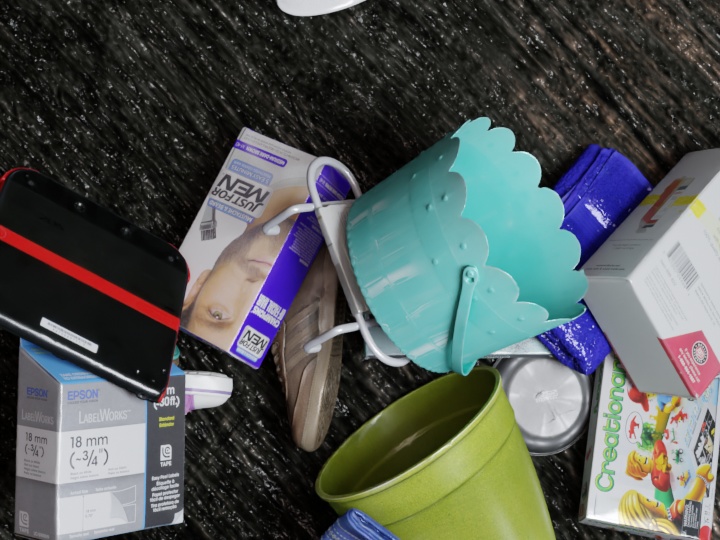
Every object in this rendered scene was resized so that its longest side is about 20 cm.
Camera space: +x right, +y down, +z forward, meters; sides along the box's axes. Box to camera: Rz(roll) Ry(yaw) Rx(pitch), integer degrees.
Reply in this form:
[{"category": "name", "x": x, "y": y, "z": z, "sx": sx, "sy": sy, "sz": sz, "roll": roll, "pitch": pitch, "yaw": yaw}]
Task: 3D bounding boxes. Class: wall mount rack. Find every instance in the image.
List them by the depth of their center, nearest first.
[{"category": "wall mount rack", "x": 0.000, "y": 0.000, "z": 1.276, "sx": 0.173, "sy": 0.074, "sz": 0.202, "roll": -6, "pitch": 71, "yaw": -48}]

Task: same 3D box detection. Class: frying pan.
[{"category": "frying pan", "x": 0.187, "y": 0.088, "z": 1.391, "sx": 0.113, "sy": 0.031, "sz": 0.193, "roll": 12, "pitch": 86, "yaw": -7}]

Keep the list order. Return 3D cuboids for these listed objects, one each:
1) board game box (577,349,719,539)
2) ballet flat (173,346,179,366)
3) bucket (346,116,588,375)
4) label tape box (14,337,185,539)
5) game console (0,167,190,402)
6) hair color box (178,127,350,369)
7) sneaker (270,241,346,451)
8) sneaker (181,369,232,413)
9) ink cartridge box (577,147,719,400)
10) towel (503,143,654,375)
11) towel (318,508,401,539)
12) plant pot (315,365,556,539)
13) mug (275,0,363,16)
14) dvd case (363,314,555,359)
[{"category": "board game box", "x": 0.287, "y": 0.157, "z": 1.370, "sx": 0.124, "sy": 0.035, "sz": 0.203, "roll": 11, "pitch": 73, "yaw": -4}, {"category": "ballet flat", "x": -0.263, "y": 0.043, "z": 1.336, "sx": 0.199, "sy": 0.068, "sz": 0.073, "roll": 41, "pitch": 103, "yaw": -1}, {"category": "bucket", "x": 0.092, "y": -0.017, "z": 1.225, "sx": 0.134, "sy": 0.207, "sz": 0.209, "roll": -29, "pitch": 88, "yaw": 28}, {"category": "label tape box", "x": -0.224, "y": 0.125, "z": 1.218, "sx": 0.143, "sy": 0.063, "sz": 0.203, "roll": 0, "pitch": 92, "yaw": -50}, {"category": "game console", "x": -0.244, "y": 0.010, "z": 1.222, "sx": 0.198, "sy": 0.031, "sz": 0.178, "roll": 29, "pitch": 41, "yaw": -22}, {"category": "hair color box", "x": -0.105, "y": -0.023, "z": 1.330, "sx": 0.108, "sy": 0.065, "sz": 0.202, "roll": 23, "pitch": 84, "yaw": 31}, {"category": "sneaker", "x": -0.058, "y": 0.072, "z": 1.356, "sx": 0.074, "sy": 0.070, "sz": 0.203, "roll": 5, "pitch": 79, "yaw": 12}, {"category": "sneaker", "x": -0.215, "y": 0.153, "z": 1.326, "sx": 0.197, "sy": 0.073, "sz": 0.116, "roll": -6, "pitch": 86, "yaw": 5}, {"category": "ink cartridge box", "x": 0.316, "y": 0.000, "z": 1.335, "sx": 0.200, "sy": 0.083, "sz": 0.146, "roll": -44, "pitch": 112, "yaw": -25}, {"category": "towel", "x": 0.227, "y": -0.015, "z": 1.365, "sx": 0.148, "sy": 0.050, "sz": 0.200, "roll": 43, "pitch": 66, "yaw": 0}, {"category": "towel", "x": 0.011, "y": 0.298, "z": 1.278, "sx": 0.144, "sy": 0.200, "sz": 0.024, "roll": 36, "pitch": 51, "yaw": 1}, {"category": "plant pot", "x": 0.092, "y": 0.226, "z": 1.298, "sx": 0.199, "sy": 0.200, "sz": 0.194, "roll": -34, "pitch": 100, "yaw": -7}, {"category": "mug", "x": -0.061, "y": -0.355, "z": 1.326, "sx": 0.198, "sy": 0.147, "sz": 0.177, "roll": -11, "pitch": 74, "yaw": -41}, {"category": "dvd case", "x": 0.100, "y": 0.014, "z": 1.376, "sx": 0.197, "sy": 0.022, "sz": 0.148, "roll": 1, "pitch": 75, "yaw": -6}]
